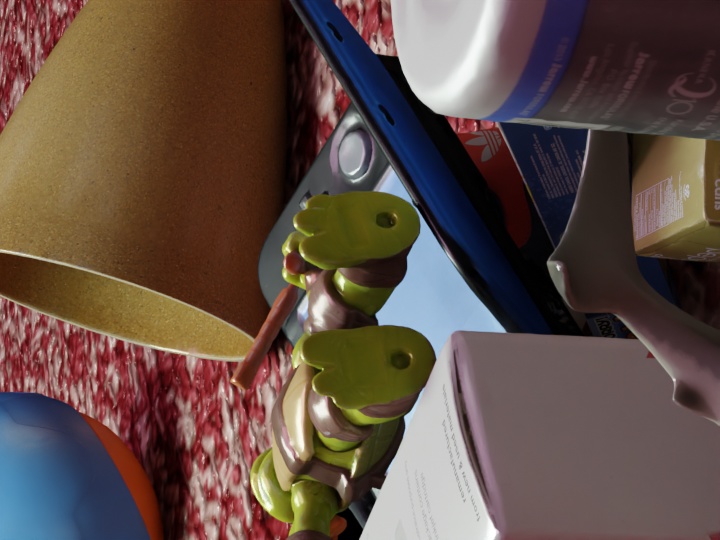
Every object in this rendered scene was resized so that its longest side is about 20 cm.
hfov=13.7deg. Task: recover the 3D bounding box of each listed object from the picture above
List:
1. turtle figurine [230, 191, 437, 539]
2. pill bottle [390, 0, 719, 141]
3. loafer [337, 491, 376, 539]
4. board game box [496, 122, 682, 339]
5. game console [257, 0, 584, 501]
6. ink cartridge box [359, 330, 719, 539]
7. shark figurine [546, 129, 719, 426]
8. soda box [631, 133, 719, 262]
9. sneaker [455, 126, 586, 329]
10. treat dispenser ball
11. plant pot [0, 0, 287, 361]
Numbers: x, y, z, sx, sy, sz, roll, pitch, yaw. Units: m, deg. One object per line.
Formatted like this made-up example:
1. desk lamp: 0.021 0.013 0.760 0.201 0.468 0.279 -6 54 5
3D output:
1. turtle figurine: -0.012 0.057 1.025 0.161 0.064 0.200 112 171 -58
2. pill bottle: 0.117 -0.090 0.807 0.114 0.200 0.114 -176 90 -74
3. loafer: 0.011 0.139 1.155 0.201 0.070 0.068 -105 27 -49
4. board game box: 0.070 -0.068 1.056 0.200 0.034 0.136 60 -165 -59
5. game console: 0.000 0.000 1.102 0.171 0.118 0.200 -57 44 30
6. ink cartridge box: 0.073 0.117 0.991 0.200 0.145 0.085 112 154 -46
7. shark figurine: 0.150 0.032 0.842 0.090 0.214 0.128 -51 -26 -16
8. soda box: 0.132 -0.104 0.990 0.064 0.068 0.200 152 122 -70
9. sneaker: 0.045 0.026 1.218 0.075 0.084 0.200 -114 33 -58
10. treat dispenser ball: -0.223 0.176 1.875 0.201 0.201 0.201 -175 90 -73
11. plant pot: -0.116 -0.073 1.666 0.186 0.186 0.200 160 127 -72
